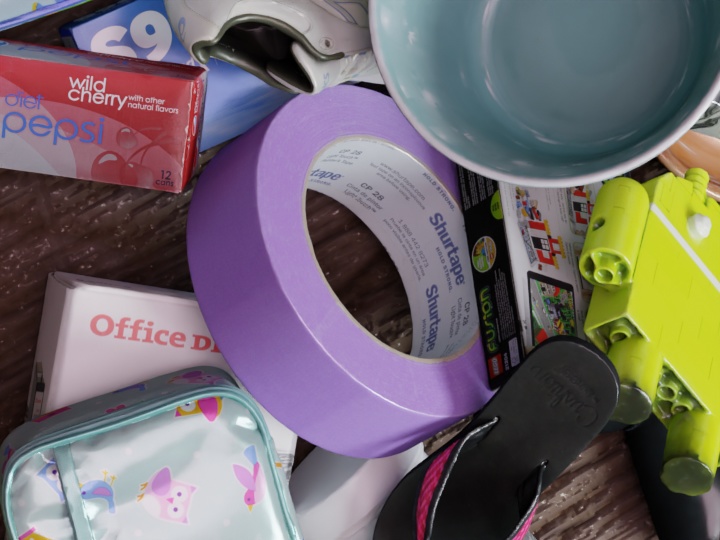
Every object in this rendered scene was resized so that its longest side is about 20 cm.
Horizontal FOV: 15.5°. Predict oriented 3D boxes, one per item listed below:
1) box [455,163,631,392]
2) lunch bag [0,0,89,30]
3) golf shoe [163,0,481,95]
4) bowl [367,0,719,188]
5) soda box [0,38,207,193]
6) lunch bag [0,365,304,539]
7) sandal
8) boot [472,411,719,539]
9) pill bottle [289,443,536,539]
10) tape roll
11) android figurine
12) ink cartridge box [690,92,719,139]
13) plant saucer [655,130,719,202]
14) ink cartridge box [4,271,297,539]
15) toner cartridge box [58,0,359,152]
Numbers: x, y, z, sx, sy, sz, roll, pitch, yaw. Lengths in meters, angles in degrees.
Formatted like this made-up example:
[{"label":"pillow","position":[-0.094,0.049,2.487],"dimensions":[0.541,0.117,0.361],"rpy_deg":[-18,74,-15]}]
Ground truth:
[{"label":"box","position":[0.110,-0.024,1.507],"dimensions":[0.110,0.035,0.201],"rpy_deg":[10,62,-37]},{"label":"lunch bag","position":[-0.177,-0.180,1.391],"dimensions":[0.160,0.200,0.083],"rpy_deg":[-18,104,-6]},{"label":"golf shoe","position":[-0.019,-0.121,1.437],"dimensions":[0.199,0.098,0.078],"rpy_deg":[12,134,-23]},{"label":"bowl","position":[0.112,-0.134,1.401],"dimensions":[0.199,0.105,0.202],"rpy_deg":[-2,81,15]},{"label":"soda box","position":[-0.186,-0.090,1.436],"dimensions":[0.198,0.070,0.064],"rpy_deg":[7,101,1]},{"label":"lunch bag","position":[-0.110,0.165,1.423],"dimensions":[0.159,0.077,0.201],"rpy_deg":[-17,101,-13]},{"label":"sandal","position":[0.066,0.119,1.421],"dimensions":[0.075,0.045,0.200],"rpy_deg":[34,115,-2]},{"label":"boot","position":[0.146,0.088,1.575],"dimensions":[0.161,0.073,0.200],"rpy_deg":[1,89,-17]},{"label":"pill bottle","position":[0.048,0.181,1.536],"dimensions":[0.116,0.116,0.200],"rpy_deg":[-43,104,-7]},{"label":"tape roll","position":[0.000,0.000,1.470],"dimensions":[0.199,0.066,0.201],"rpy_deg":[25,50,-33]},{"label":"android figurine","position":[0.185,0.026,1.494],"dimensions":[0.182,0.041,0.201],"rpy_deg":[49,40,-24]},{"label":"ink cartridge box","position":[0.222,-0.152,1.519],"dimensions":[0.199,0.084,0.147],"rpy_deg":[14,84,-17]},{"label":"plant saucer","position":[0.243,-0.138,1.596],"dimensions":[0.199,0.037,0.202],"rpy_deg":[-2,97,-16]},{"label":"ink cartridge box","position":[-0.118,0.111,1.499],"dimensions":[0.145,0.084,0.201],"rpy_deg":[9,94,-16]},{"label":"toner cartridge box","position":[-0.062,-0.134,1.510],"dimensions":[0.199,0.043,0.096],"rpy_deg":[-25,103,-12]}]
